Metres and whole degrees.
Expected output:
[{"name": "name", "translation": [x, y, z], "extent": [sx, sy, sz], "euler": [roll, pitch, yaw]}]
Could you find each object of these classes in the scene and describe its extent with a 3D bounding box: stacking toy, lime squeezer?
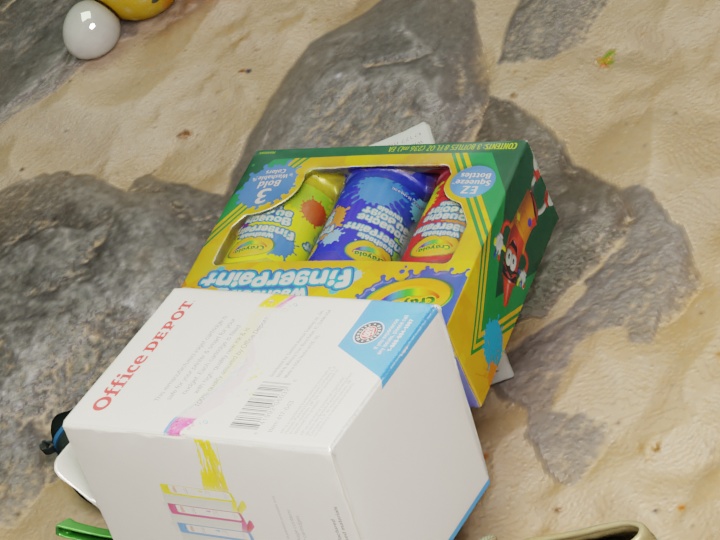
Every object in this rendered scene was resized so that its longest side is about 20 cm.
[{"name": "stacking toy", "translation": [-0.190, -0.265, 1.916], "extent": [0.146, 0.146, 0.200], "euler": [27, 81, 47]}, {"name": "lime squeezer", "translation": [-0.091, 0.186, 1.312], "extent": [0.070, 0.038, 0.200], "euler": [-14, 39, -45]}]

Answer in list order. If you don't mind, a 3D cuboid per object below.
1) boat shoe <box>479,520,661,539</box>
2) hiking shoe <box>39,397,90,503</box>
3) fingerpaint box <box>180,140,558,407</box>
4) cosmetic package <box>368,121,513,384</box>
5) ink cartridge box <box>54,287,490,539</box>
[{"name": "boat shoe", "translation": [0.076, 0.179, 1.251], "extent": [0.199, 0.076, 0.072], "euler": [-19, 40, 12]}, {"name": "hiking shoe", "translation": [-0.127, 0.070, 1.499], "extent": [0.200, 0.075, 0.087], "euler": [-36, 39, -11]}, {"name": "fingerpaint box", "translation": [0.000, 0.000, 1.376], "extent": [0.199, 0.073, 0.167], "euler": [0, 44, 29]}, {"name": "cosmetic package", "translation": [0.023, 0.002, 1.484], "extent": [0.112, 0.081, 0.200], "euler": [-21, 37, 5]}, {"name": "ink cartridge box", "translation": [-0.054, 0.098, 1.219], "extent": [0.199, 0.126, 0.129], "euler": [3, 37, 33]}]
